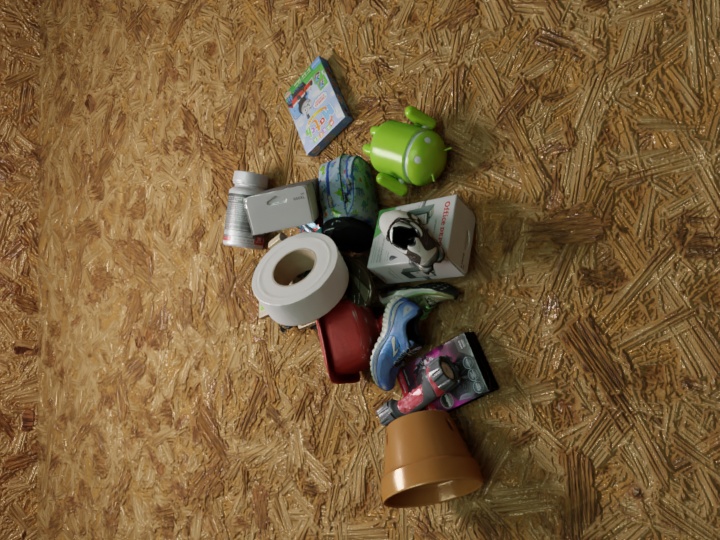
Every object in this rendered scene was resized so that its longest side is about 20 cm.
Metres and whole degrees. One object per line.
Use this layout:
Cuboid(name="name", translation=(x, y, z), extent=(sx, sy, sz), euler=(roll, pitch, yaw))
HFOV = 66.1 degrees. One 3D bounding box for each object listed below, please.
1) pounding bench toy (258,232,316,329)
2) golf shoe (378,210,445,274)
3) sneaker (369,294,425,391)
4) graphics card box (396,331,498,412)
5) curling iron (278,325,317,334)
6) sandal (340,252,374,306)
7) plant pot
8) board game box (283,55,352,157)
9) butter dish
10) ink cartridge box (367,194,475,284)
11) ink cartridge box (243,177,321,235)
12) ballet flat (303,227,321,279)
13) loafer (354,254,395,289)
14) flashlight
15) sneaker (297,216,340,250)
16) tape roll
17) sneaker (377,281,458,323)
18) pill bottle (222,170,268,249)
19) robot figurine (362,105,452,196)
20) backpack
Cuboid(name="pounding bench toy", translation=(-0.150, 0.022, 1.355), extent=(0.123, 0.155, 0.204), euler=(-23, 60, 37))
Cuboid(name="golf shoe", translation=(0.083, -0.078, 1.064), extent=(0.078, 0.094, 0.200), euler=(-51, 41, 5))
Cuboid(name="sneaker", translation=(0.080, 0.159, 1.141), extent=(0.088, 0.078, 0.204), euler=(21, 107, 31))
Cuboid(name="graphics card box", translation=(0.171, 0.224, 1.137), extent=(0.199, 0.050, 0.127), euler=(-34, 66, 32))
Cuboid(name="curling iron", translation=(-0.133, 0.144, 1.408), extent=(0.197, 0.026, 0.050), euler=(1, 51, 36))
Cuboid(name="sandal", translation=(-0.010, 0.014, 1.210), extent=(0.200, 0.054, 0.083), euler=(35, 117, 60))
Cuboid(name="plant pot", translation=(0.128, 0.367, 1.087), extent=(0.199, 0.198, 0.142), euler=(-36, 49, 32))
Cuboid(name="board game box", translation=(-0.113, -0.422, 1.428), extent=(0.151, 0.036, 0.203), euler=(-36, 66, 32))
Cuboid(name="butter dish", translation=(-0.003, 0.137, 1.224), extent=(0.145, 0.200, 0.203), euler=(-16, 76, 15))
Cuboid(name="ink cartridge box", translation=(0.125, -0.062, 1.146), extent=(0.197, 0.084, 0.149), euler=(-8, 59, 39))
Cuboid(name="ink cartridge box", translation=(-0.165, -0.148, 1.255), extent=(0.142, 0.200, 0.086), euler=(-12, 102, 7))
Cuboid(name="ballet flat", translation=(-0.095, -0.002, 1.286), extent=(0.069, 0.069, 0.203), euler=(-15, 53, 37))
Cuboid(name="loafer", translation=(0.000, 0.000, 1.279), extent=(0.197, 0.074, 0.071), euler=(11, 98, 40))
Cuboid(name="flashlight", translation=(0.111, 0.248, 1.110), extent=(0.200, 0.067, 0.068), euler=(-43, 63, 29))
Cuboid(name="sneaker", translation=(-0.128, -0.089, 1.391), extent=(0.199, 0.079, 0.097), euler=(34, 110, 36))
Cuboid(name="tape roll", translation=(-0.126, 0.014, 1.169), extent=(0.199, 0.071, 0.205), euler=(-15, 44, 15))
Cuboid(name="sneaker", translation=(0.128, 0.076, 1.181), extent=(0.198, 0.076, 0.090), euler=(-9, 94, 44))
Cuboid(name="pill bottle", translation=(-0.312, -0.165, 1.526), extent=(0.112, 0.113, 0.204), euler=(10, 93, 39))
Cuboid(name="robot figurine", translation=(0.100, -0.252, 1.188), extent=(0.198, 0.115, 0.178), euler=(27, 92, 37))
Cuboid(name="backpack", translation=(-0.030, -0.166, 1.278), extent=(0.153, 0.162, 0.203), euler=(-33, 60, 23))
